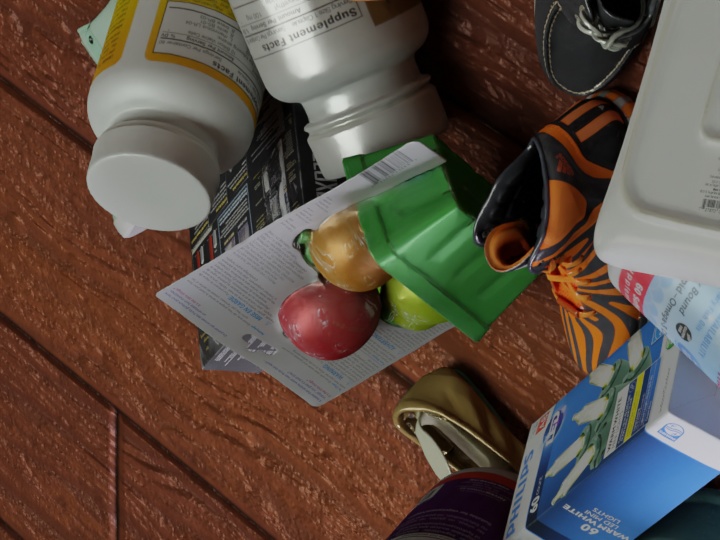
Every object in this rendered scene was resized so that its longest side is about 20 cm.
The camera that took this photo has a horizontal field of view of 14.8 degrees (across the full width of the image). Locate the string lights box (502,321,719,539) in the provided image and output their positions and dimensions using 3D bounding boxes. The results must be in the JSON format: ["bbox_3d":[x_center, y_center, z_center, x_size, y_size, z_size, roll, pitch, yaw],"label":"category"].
[{"bbox_3d":[0.167,0.103,1.693,0.059,0.103,0.200,28,141,-13],"label":"string lights box"}]

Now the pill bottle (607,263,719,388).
[{"bbox_3d":[0.242,0.030,1.562,0.200,0.109,0.109,45,142,23],"label":"pill bottle"}]

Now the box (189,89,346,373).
[{"bbox_3d":[-0.060,-0.040,1.896,0.200,0.050,0.158,133,135,-54],"label":"box"}]

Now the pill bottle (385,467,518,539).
[{"bbox_3d":[0.054,0.212,1.759,0.112,0.200,0.113,10,115,21],"label":"pill bottle"}]

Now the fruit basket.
[{"bbox_3d":[0.000,0.000,1.751,0.199,0.185,0.094,-27,52,23],"label":"fruit basket"}]

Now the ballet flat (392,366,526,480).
[{"bbox_3d":[0.098,0.148,1.872,0.200,0.063,0.069,43,144,26],"label":"ballet flat"}]

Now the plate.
[{"bbox_3d":[0.215,-0.087,1.487,0.199,0.032,0.201,14,87,47],"label":"plate"}]

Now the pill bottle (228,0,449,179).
[{"bbox_3d":[-0.021,-0.167,1.763,0.114,0.114,0.201,-12,103,55],"label":"pill bottle"}]

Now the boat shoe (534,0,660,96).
[{"bbox_3d":[0.137,-0.159,1.582,0.072,0.063,0.200,19,142,1],"label":"boat shoe"}]

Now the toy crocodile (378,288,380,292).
[{"bbox_3d":[0.007,0.006,1.903,0.068,0.062,0.200,54,140,12],"label":"toy crocodile"}]

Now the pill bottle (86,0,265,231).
[{"bbox_3d":[-0.116,-0.131,1.822,0.112,0.201,0.113,9,147,6],"label":"pill bottle"}]

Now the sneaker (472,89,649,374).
[{"bbox_3d":[0.119,-0.008,1.692,0.077,0.112,0.201,26,133,41],"label":"sneaker"}]

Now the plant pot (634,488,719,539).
[{"bbox_3d":[0.184,0.270,1.716,0.200,0.196,0.201,29,135,33],"label":"plant pot"}]

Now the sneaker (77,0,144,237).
[{"bbox_3d":[-0.159,-0.124,2.007,0.118,0.074,0.201,41,131,17],"label":"sneaker"}]
